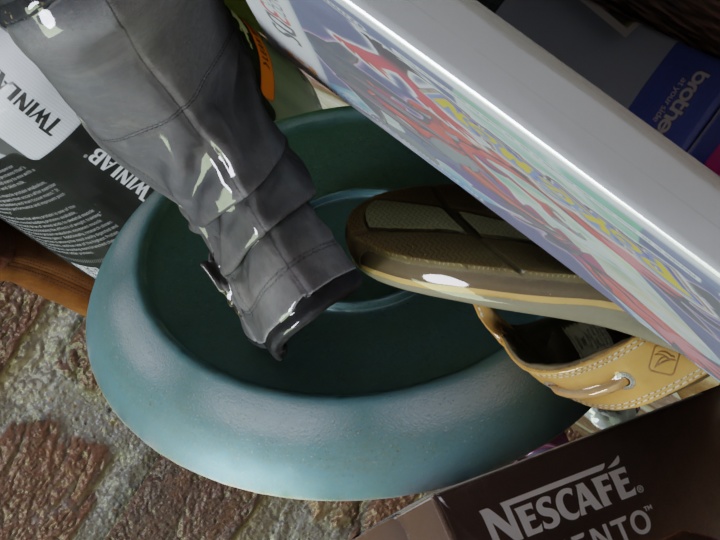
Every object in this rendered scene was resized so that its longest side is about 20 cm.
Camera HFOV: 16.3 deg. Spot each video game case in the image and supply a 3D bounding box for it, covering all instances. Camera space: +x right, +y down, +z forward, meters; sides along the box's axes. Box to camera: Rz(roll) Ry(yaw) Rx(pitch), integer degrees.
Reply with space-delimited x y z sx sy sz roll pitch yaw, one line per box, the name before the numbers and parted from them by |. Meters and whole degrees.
video game case | 0.046 -0.030 0.673 0.200 0.023 0.182 36 177 9

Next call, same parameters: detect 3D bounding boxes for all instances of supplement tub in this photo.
supplement tub | -0.113 -0.075 0.978 0.122 0.123 0.200 32 178 43

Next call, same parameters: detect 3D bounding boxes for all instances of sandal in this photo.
sandal | 0.090 0.019 0.803 0.199 0.054 0.080 14 -161 -1

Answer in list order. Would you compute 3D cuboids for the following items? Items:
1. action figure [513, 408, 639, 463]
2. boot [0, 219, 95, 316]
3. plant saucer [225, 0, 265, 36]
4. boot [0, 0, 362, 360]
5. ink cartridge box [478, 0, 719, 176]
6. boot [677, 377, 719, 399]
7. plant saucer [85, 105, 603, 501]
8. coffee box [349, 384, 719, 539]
action figure | 0.075 0.029 1.030 0.149 0.134 0.200 35 175 19
boot | -0.193 -0.047 1.075 0.188 0.069 0.200 29 -176 29
plant saucer | -0.061 -0.133 0.944 0.199 0.031 0.200 34 178 1
boot | -0.043 -0.040 0.750 0.132 0.070 0.200 58 -177 2
ink cartridge box | 0.084 -0.036 0.729 0.119 0.042 0.200 38 179 -43
boot | 0.182 0.077 1.189 0.200 0.076 0.074 35 180 17
plant saucer | 0.000 0.000 0.881 0.200 0.200 0.028 33 145 37
coffee box | 0.108 0.104 0.840 0.080 0.199 0.114 -37 72 60
